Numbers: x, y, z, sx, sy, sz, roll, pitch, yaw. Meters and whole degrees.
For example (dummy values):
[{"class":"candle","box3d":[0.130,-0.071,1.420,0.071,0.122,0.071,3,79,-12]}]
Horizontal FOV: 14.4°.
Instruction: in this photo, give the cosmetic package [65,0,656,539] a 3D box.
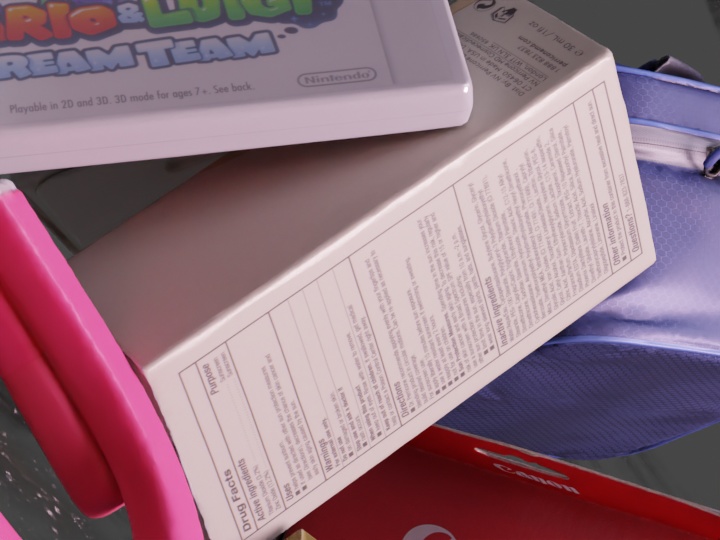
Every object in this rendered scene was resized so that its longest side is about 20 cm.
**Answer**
[{"class":"cosmetic package","box3d":[0.000,0.000,0.977,0.073,0.200,0.104,37,-27,44]}]

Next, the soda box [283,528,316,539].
[{"class":"soda box","box3d":[0.026,0.180,0.984,0.200,0.064,0.068,41,28,-25]}]

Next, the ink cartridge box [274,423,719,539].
[{"class":"ink cartridge box","box3d":[0.070,0.129,1.062,0.176,0.199,0.084,44,65,-55]}]

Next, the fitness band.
[{"class":"fitness band","box3d":[-0.115,0.031,0.834,0.200,0.037,0.144,57,17,4]}]

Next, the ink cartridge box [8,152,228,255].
[{"class":"ink cartridge box","box3d":[-0.069,-0.116,1.077,0.084,0.145,0.201,54,17,-57]}]

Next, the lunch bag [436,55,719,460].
[{"class":"lunch bag","box3d":[0.095,-0.011,1.141,0.135,0.200,0.133,11,70,-29]}]

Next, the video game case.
[{"class":"video game case","box3d":[-0.077,-0.112,0.972,0.024,0.199,0.183,95,-15,-50]}]
